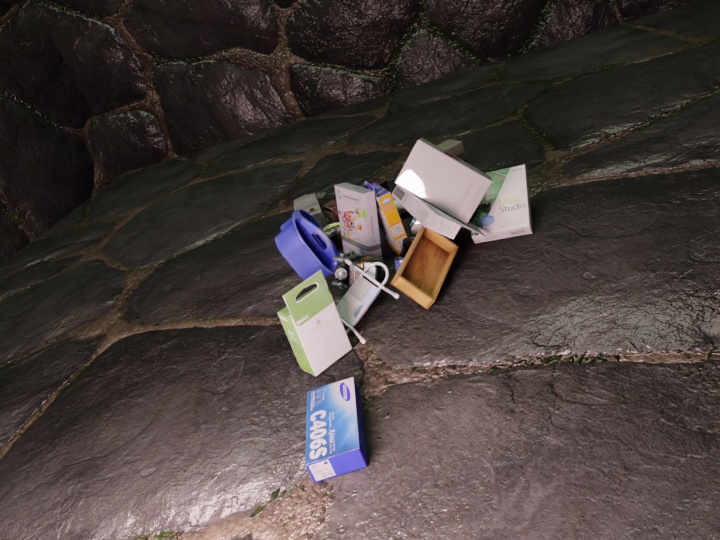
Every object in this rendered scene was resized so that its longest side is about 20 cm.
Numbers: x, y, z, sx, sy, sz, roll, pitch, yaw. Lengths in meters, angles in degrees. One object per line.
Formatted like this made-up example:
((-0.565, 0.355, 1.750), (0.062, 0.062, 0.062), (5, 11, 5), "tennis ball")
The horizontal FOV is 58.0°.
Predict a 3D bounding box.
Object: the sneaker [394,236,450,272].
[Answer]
((0.151, -0.050, 1.570), (0.078, 0.089, 0.200), (3, 32, 41), "sneaker")

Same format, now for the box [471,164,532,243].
((0.349, -0.167, 1.621), (0.144, 0.036, 0.200), (-10, 52, 22), "box")

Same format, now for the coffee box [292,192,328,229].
((-0.143, -0.147, 1.963), (0.080, 0.115, 0.200), (-22, 24, -1), "coffee box")

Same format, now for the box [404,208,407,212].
((0.219, -0.211, 1.750), (0.199, 0.095, 0.078), (0, -9, 1), "box")

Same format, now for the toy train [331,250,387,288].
((0.000, 0.000, 1.555), (0.114, 0.085, 0.200), (4, 6, 11), "toy train")

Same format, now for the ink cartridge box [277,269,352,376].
((-0.100, 0.103, 1.324), (0.104, 0.200, 0.059), (-34, 30, -28), "ink cartridge box")

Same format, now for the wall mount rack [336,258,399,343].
((-0.001, 0.070, 1.396), (0.174, 0.075, 0.200), (35, 89, 33), "wall mount rack")

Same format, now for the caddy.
((-0.130, -0.067, 1.707), (0.105, 0.200, 0.141), (-29, 23, 23), "caddy")

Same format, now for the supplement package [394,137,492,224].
((0.200, -0.219, 1.564), (0.120, 0.200, 0.121), (-61, 0, 17), "supplement package")

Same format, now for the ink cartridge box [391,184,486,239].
((0.188, -0.134, 1.579), (0.044, 0.173, 0.200), (-59, 33, 15), "ink cartridge box")

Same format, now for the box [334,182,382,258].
((-0.005, -0.118, 1.692), (0.041, 0.200, 0.156), (-16, 22, -25), "box")

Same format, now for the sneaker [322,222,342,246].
((-0.109, -0.068, 1.842), (0.200, 0.074, 0.081), (-27, 31, 4), "sneaker")

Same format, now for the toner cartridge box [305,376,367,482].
((-0.045, 0.271, 1.131), (0.095, 0.043, 0.200), (-18, 25, 4), "toner cartridge box")

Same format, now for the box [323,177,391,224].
((-0.003, -0.193, 1.961), (0.200, 0.100, 0.075), (-28, 26, -16), "box")

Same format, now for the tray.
((0.147, -0.013, 1.467), (0.037, 0.099, 0.200), (-52, 5, 45), "tray")

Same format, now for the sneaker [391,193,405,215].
((0.117, -0.183, 1.911), (0.199, 0.085, 0.073), (2, 1, 4), "sneaker")

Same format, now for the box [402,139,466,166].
((0.245, -0.361, 2.145), (0.200, 0.068, 0.082), (-29, 26, -15), "box")

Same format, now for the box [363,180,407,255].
((0.068, -0.143, 1.687), (0.041, 0.200, 0.119), (-25, 26, -9), "box")

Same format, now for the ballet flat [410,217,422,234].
((0.167, -0.116, 1.708), (0.069, 0.070, 0.200), (-17, 2, 7), "ballet flat")
